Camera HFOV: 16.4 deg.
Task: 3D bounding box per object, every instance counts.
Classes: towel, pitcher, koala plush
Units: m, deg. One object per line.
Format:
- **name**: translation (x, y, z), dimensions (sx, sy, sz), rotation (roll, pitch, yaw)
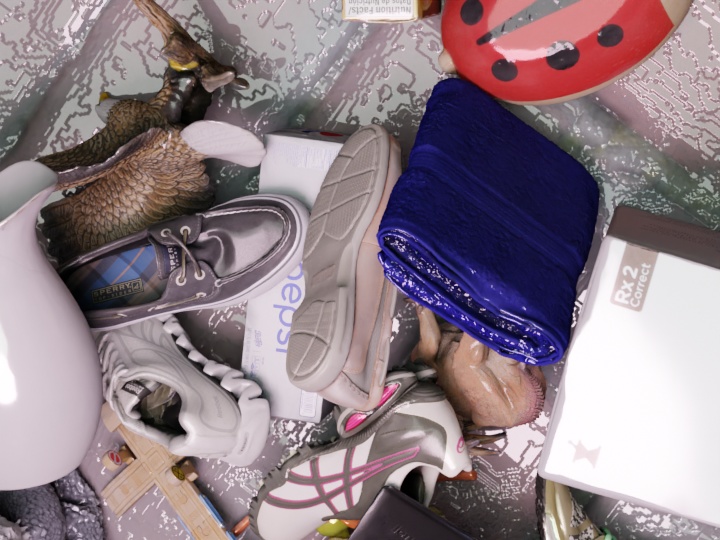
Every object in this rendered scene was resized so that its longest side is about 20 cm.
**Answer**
- **towel**: translation (0.085, -0.031, 1.666), dimensions (0.147, 0.200, 0.050), rotation (36, 127, -11)
- **pitcher**: translation (-0.264, 0.045, 1.664), dimensions (0.170, 0.121, 0.201), rotation (-12, 113, -7)
- **koala plush**: translation (-0.279, 0.200, 1.766), dimensions (0.177, 0.200, 0.184), rotation (-35, 91, 12)

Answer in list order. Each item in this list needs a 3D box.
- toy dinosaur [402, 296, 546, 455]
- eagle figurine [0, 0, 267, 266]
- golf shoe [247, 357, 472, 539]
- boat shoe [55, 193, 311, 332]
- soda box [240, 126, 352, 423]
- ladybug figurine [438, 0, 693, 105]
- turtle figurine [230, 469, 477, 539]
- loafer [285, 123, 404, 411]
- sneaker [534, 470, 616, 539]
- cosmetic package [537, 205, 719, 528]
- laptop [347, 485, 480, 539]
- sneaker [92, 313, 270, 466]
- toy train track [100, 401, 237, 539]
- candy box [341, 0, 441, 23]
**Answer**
- **toy dinosaur**: translation (0.082, 0.079, 1.720), dimensions (0.085, 0.200, 0.136), rotation (-13, 101, -31)
- **eagle figurine**: translation (-0.169, -0.079, 1.752), dimensions (0.152, 0.151, 0.200), rotation (41, 92, -6)
- **golf shoe**: translation (-0.005, 0.146, 1.710), dimensions (0.200, 0.077, 0.088), rotation (-46, 71, 38)
- **boat shoe**: translation (-0.131, -0.006, 1.718), dimensions (0.199, 0.066, 0.070), rotation (-14, 82, 19)
- **soda box**: translation (-0.041, 0.002, 1.766), dimensions (0.063, 0.068, 0.201), rotation (7, 98, 10)
- **ladybug figurine**: translation (0.140, -0.187, 1.709), dimensions (0.199, 0.072, 0.136), rotation (-32, 92, 12)
- **turtle figurine**: translation (0.006, 0.228, 1.790), dimensions (0.199, 0.064, 0.162), rotation (-18, 94, 11)
- **loafer**: translation (0.000, 0.000, 1.672), dimensions (0.063, 0.201, 0.072), rotation (32, 147, -31)
- **sneaker**: translation (0.183, 0.215, 1.764), dimensions (0.088, 0.077, 0.201), rotation (-23, 100, 1)
- **cosmetic package**: translation (0.222, 0.063, 1.662), dimensions (0.164, 0.200, 0.166), rotation (16, 100, 6)
- **laptop**: translation (0.025, 0.263, 1.739), dimensions (0.187, 0.200, 0.116), rotation (33, 60, -17)
- **sneaker**: translation (-0.153, 0.073, 1.759), dimensions (0.200, 0.081, 0.076), rotation (30, 113, 37)
- **toy train track**: translation (-0.127, 0.173, 1.801), dimensions (0.115, 0.032, 0.200), rotation (-43, 78, 23)
- **candy box**: translation (0.021, -0.271, 1.696), dimensions (0.056, 0.117, 0.201), rotation (2, 98, 10)
